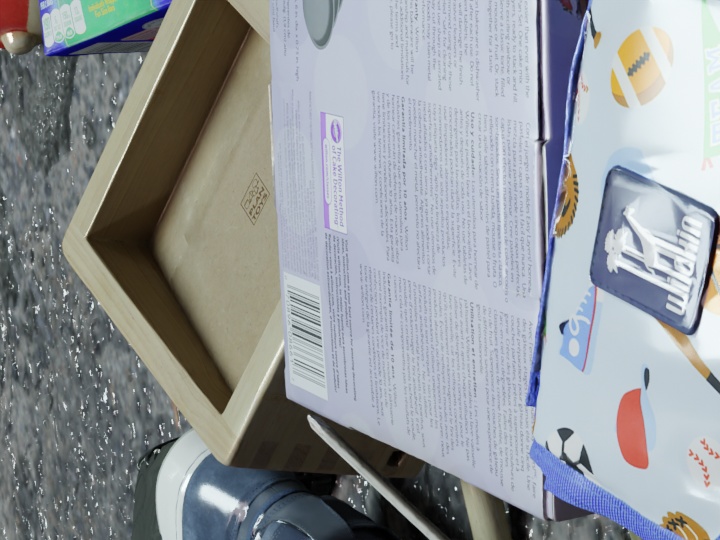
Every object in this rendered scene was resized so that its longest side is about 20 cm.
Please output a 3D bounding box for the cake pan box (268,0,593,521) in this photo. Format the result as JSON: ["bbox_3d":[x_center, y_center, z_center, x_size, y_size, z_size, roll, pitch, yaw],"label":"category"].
[{"bbox_3d":[0.031,-0.028,0.830,0.184,0.052,0.200,18,113,62],"label":"cake pan box"}]

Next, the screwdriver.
[{"bbox_3d":[0.052,0.121,0.879,0.200,0.029,0.028,38,159,7],"label":"screwdriver"}]

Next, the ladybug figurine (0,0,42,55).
[{"bbox_3d":[-0.217,-0.211,1.402,0.136,0.072,0.200,-45,57,53],"label":"ladybug figurine"}]

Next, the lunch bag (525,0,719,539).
[{"bbox_3d":[0.146,-0.001,0.683,0.200,0.124,0.170,14,108,21],"label":"lunch bag"}]

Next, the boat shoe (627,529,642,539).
[{"bbox_3d":[0.130,0.084,0.857,0.075,0.068,0.200,-18,98,55],"label":"boat shoe"}]

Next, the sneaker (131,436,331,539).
[{"bbox_3d":[-0.075,0.107,1.217,0.200,0.076,0.091,-61,37,41],"label":"sneaker"}]

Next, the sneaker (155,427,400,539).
[{"bbox_3d":[-0.013,0.176,1.091,0.146,0.077,0.202,26,140,46],"label":"sneaker"}]

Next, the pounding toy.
[{"bbox_3d":[0.000,0.000,1.031,0.200,0.142,0.184,49,120,42],"label":"pounding toy"}]

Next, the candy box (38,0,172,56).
[{"bbox_3d":[-0.097,-0.212,1.190,0.169,0.077,0.200,-10,85,60],"label":"candy box"}]
